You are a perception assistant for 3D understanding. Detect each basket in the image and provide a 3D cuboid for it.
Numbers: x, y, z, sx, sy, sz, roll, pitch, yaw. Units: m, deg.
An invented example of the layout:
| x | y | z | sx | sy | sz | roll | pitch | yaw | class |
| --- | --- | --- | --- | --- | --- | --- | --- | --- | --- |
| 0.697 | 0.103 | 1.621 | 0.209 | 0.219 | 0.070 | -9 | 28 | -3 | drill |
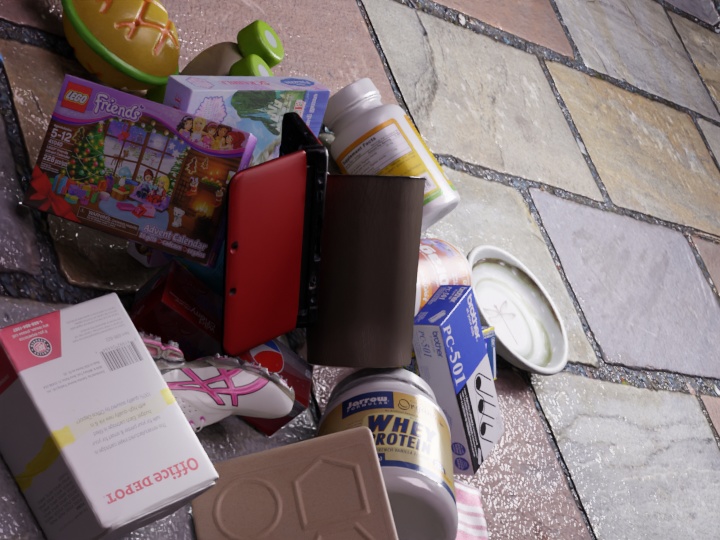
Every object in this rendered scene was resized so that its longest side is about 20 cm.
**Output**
| x | y | z | sx | sy | sz | roll | pitch | yaw | class |
| --- | --- | --- | --- | --- | --- | --- | --- | --- | --- |
| 0.000 | 0.000 | 1.736 | 0.180 | 0.136 | 0.201 | -163 | -106 | -83 | basket |

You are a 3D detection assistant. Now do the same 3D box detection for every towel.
| x | y | z | sx | sy | sz | roll | pitch | yaw | class |
| --- | --- | --- | --- | --- | --- | --- | --- | --- | --- |
| 0.100 | 0.303 | 1.808 | 0.146 | 0.030 | 0.200 | 29 | 38 | -37 | towel |

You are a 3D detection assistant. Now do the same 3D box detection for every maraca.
| x | y | z | sx | sy | sz | roll | pitch | yaw | class |
| --- | --- | --- | --- | --- | --- | --- | --- | --- | --- |
| -0.281 | -0.280 | 1.812 | 0.200 | 0.107 | 0.137 | 47 | 24 | 8 | maraca |

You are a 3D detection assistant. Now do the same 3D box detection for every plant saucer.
| x | y | z | sx | sy | sz | roll | pitch | yaw | class |
| --- | --- | --- | --- | --- | --- | --- | --- | --- | --- |
| 0.196 | 0.061 | 2.169 | 0.200 | 0.050 | 0.200 | 34 | 35 | -28 | plant saucer |

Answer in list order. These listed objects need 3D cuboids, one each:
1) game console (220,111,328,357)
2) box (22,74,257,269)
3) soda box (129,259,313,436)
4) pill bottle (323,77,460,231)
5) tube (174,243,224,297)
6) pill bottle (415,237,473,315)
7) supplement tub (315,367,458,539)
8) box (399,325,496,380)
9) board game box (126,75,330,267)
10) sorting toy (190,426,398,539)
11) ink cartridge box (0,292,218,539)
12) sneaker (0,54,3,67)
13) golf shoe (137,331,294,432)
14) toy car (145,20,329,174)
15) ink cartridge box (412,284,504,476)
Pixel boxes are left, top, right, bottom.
| x | y | z | sx | sy | sz | roll | pitch | yaw | class |
| --- | --- | --- | --- | --- | --- | --- | --- | --- | --- |
| -0.101 | -0.040 | 1.644 | 0.118 | 0.201 | 0.172 | -4 | 27 | -18 | game console |
| -0.217 | -0.097 | 1.595 | 0.199 | 0.137 | 0.039 | 18 | -2 | 9 | box |
| -0.143 | 0.082 | 1.668 | 0.200 | 0.063 | 0.070 | 39 | 32 | -22 | soda box |
| 0.031 | -0.143 | 2.092 | 0.200 | 0.111 | 0.111 | 57 | 30 | 7 | pill bottle |
| -0.150 | -0.010 | 1.697 | 0.200 | 0.050 | 0.078 | 53 | 44 | -47 | tube |
| 0.042 | 0.023 | 1.936 | 0.200 | 0.112 | 0.112 | -10 | 67 | -57 | pill bottle |
| 0.025 | 0.206 | 1.678 | 0.144 | 0.144 | 0.200 | 38 | 25 | -23 | supplement tub |
| 0.090 | 0.113 | 1.933 | 0.200 | 0.064 | 0.070 | -14 | 103 | -57 | box |
| -0.138 | -0.107 | 1.719 | 0.199 | 0.201 | 0.041 | -8 | 31 | -45 | board game box |
| -0.059 | 0.252 | 1.528 | 0.037 | 0.185 | 0.200 | 78 | -2 | -54 | sorting toy |
| -0.241 | 0.138 | 1.440 | 0.145 | 0.083 | 0.200 | -18 | 74 | -50 | ink cartridge box |
| -0.399 | -0.178 | 1.582 | 0.078 | 0.066 | 0.200 | 45 | 31 | -21 | sneaker |
| -0.160 | 0.124 | 1.582 | 0.199 | 0.073 | 0.092 | 15 | 70 | -23 | golf shoe |
| -0.127 | -0.148 | 1.844 | 0.200 | 0.164 | 0.158 | 50 | 24 | -27 | toy car |
| 0.112 | 0.126 | 1.865 | 0.094 | 0.044 | 0.201 | -48 | 131 | -49 | ink cartridge box |
